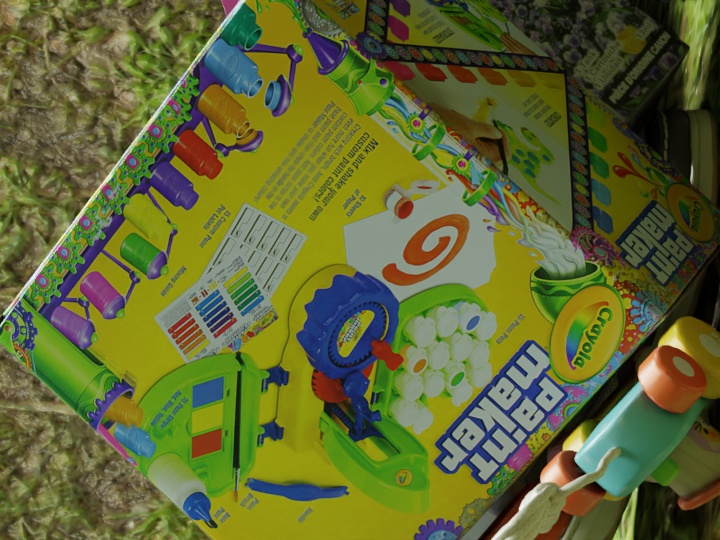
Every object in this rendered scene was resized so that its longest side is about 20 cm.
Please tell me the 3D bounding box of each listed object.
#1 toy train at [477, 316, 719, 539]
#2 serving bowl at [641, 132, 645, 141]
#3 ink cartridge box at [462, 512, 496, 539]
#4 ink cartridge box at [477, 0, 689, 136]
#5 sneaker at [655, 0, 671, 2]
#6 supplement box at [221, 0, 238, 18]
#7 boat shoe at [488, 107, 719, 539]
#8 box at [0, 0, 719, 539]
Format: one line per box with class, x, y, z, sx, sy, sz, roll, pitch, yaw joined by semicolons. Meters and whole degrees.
toy train;0.086;0.091;0.935;0.150;0.056;0.200;-48;-3;-12
serving bowl;0.097;-0.025;1.206;0.200;0.066;0.201;-171;90;-86
ink cartridge box;0.057;0.104;1.337;0.200;0.084;0.145;-92;12;-68
ink cartridge box;0.034;-0.114;1.060;0.050;0.200;0.109;-49;-8;-22
sneaker;0.120;-0.192;1.216;0.200;0.074;0.080;-88;13;-57
supplement box;0.004;-0.165;1.236;0.131;0.103;0.200;-49;-35;-24
boat shoe;0.100;0.025;1.054;0.072;0.065;0.201;-82;6;-69
box;0.001;0.004;0.983;0.200;0.193;0.122;-49;-4;27
